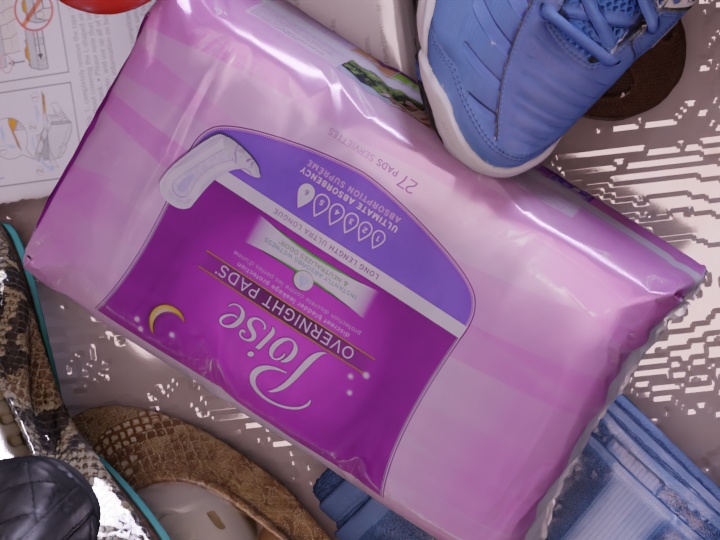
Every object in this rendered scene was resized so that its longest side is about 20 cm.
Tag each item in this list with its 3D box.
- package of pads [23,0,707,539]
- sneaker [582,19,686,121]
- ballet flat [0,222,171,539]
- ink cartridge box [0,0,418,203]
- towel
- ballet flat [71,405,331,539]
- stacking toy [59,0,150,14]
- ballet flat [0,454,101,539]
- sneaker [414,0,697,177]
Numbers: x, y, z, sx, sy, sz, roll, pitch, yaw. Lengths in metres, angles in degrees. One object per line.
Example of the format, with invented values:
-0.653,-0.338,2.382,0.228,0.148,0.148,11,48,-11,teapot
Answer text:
0.000,0.000,0.860,0.199,0.076,0.121,32,106,8,package of pads
0.047,-0.111,0.852,0.200,0.075,0.071,40,88,-29,sneaker
-0.123,0.068,0.899,0.201,0.075,0.068,61,143,22,ballet flat
-0.075,-0.109,0.930,0.199,0.050,0.163,-6,95,21,ink cartridge box
0.085,0.112,0.921,0.200,0.049,0.112,43,99,1,towel
-0.033,0.120,0.926,0.200,0.065,0.071,36,100,3,ballet flat
-0.137,-0.148,0.839,0.200,0.085,0.086,35,98,13,stacking toy
-0.162,0.119,0.851,0.200,0.057,0.067,-37,92,32,ballet flat
0.084,-0.114,0.777,0.075,0.077,0.201,25,103,-26,sneaker
